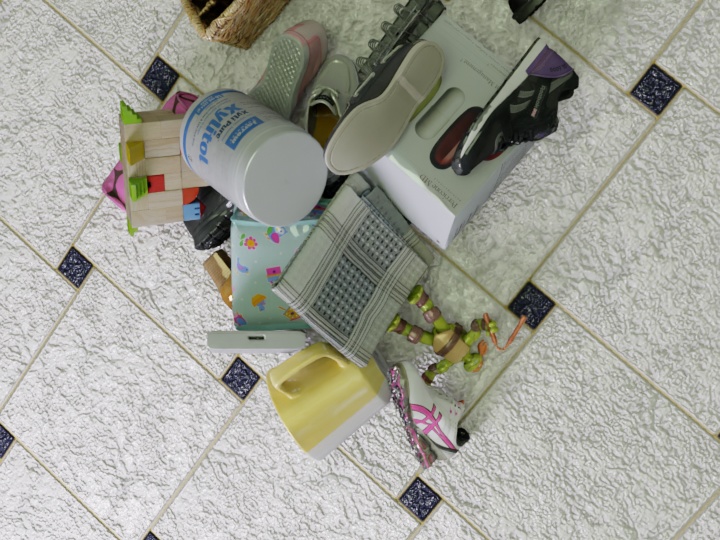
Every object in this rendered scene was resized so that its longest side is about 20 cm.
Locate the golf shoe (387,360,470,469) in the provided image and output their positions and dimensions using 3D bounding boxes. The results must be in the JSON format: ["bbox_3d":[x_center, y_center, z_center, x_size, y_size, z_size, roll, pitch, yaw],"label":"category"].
[{"bbox_3d":[0.095,0.189,1.342,0.091,0.073,0.202,-25,132,-3],"label":"golf shoe"}]

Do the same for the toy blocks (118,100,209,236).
[{"bbox_3d":[-0.267,-0.148,1.369,0.134,0.100,0.203,-8,119,-21],"label":"toy blocks"}]

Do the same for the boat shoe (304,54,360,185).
[{"bbox_3d":[-0.044,-0.222,1.330,0.070,0.070,0.203,7,68,12],"label":"boat shoe"}]

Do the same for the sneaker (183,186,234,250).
[{"bbox_3d":[-0.194,-0.121,1.430,0.199,0.076,0.091,-41,74,12],"label":"sneaker"}]

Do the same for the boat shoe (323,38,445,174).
[{"bbox_3d":[0.021,-0.199,1.169,0.201,0.063,0.073,-50,126,-6],"label":"boat shoe"}]

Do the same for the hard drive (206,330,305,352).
[{"bbox_3d":[-0.149,0.102,1.353,0.129,0.200,0.027,1,84,-8],"label":"hard drive"}]

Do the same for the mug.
[{"bbox_3d":[-0.036,0.170,1.363,0.152,0.187,0.151,-32,89,8],"label":"mug"}]

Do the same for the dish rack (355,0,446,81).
[{"bbox_3d":[0.050,-0.310,1.273,0.054,0.200,0.154,36,104,1],"label":"dish rack"}]

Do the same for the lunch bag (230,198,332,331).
[{"bbox_3d":[-0.080,-0.011,1.335,0.196,0.122,0.173,1,114,-5],"label":"lunch bag"}]

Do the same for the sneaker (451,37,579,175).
[{"bbox_3d":[0.191,-0.181,1.151,0.087,0.076,0.201,38,78,1],"label":"sneaker"}]

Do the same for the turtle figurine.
[{"bbox_3d":[0.125,0.091,1.357,0.161,0.065,0.200,38,116,-11],"label":"turtle figurine"}]

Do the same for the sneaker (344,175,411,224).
[{"bbox_3d":[0.008,-0.148,1.361,0.073,0.082,0.201,-40,83,18],"label":"sneaker"}]

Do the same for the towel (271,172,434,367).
[{"bbox_3d":[0.000,0.000,1.275,0.192,0.034,0.201,44,71,-31],"label":"towel"}]

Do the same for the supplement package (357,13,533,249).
[{"bbox_3d":[0.108,-0.178,1.259,0.191,0.147,0.200,40,78,9],"label":"supplement package"}]

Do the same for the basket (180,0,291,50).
[{"bbox_3d":[-0.168,-0.431,1.348,0.200,0.149,0.143,-43,84,17],"label":"basket"}]

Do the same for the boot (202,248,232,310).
[{"bbox_3d":[-0.128,-0.012,1.429,0.201,0.071,0.144,-42,90,19],"label":"boot"}]

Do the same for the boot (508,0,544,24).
[{"bbox_3d":[0.220,-0.451,1.267,0.157,0.079,0.212,36,94,3],"label":"boot"}]

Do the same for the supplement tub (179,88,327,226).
[{"bbox_3d":[-0.145,-0.153,1.274,0.199,0.131,0.134,35,108,48],"label":"supplement tub"}]

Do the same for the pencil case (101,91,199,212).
[{"bbox_3d":[-0.299,-0.170,1.447,0.094,0.091,0.200,44,108,0],"label":"pencil case"}]

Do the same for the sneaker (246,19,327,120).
[{"bbox_3d":[-0.105,-0.276,1.394,0.075,0.105,0.201,34,133,1],"label":"sneaker"}]
